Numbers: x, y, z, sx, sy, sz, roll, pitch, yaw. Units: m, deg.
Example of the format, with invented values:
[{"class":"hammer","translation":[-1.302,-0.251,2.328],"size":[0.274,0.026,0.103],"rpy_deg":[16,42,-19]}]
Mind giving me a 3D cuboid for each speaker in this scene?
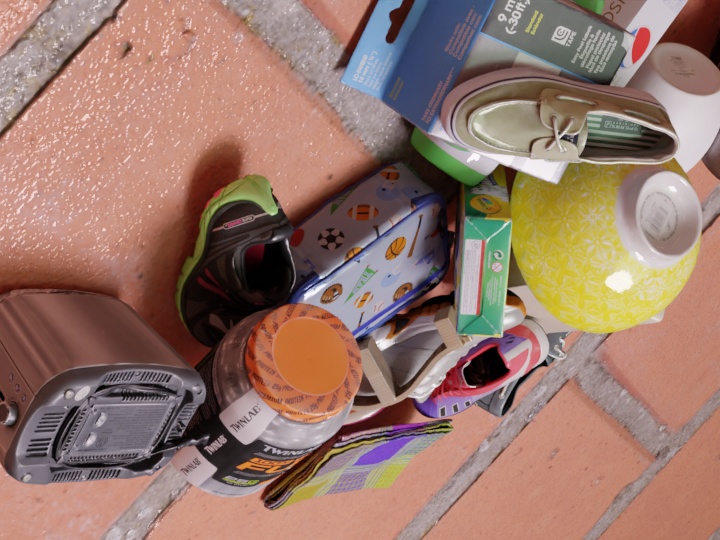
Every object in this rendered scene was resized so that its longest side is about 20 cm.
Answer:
[{"class":"speaker","translation":[0.130,-0.177,1.302],"size":[0.200,0.088,0.088],"rpy_deg":[-55,147,13]}]

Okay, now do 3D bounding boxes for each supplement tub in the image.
[{"class":"supplement tub","translation":[-0.083,0.109,1.235],"size":[0.122,0.123,0.200],"rpy_deg":[-22,168,-33]}]

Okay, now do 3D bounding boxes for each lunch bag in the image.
[{"class":"lunch bag","translation":[0.000,0.000,1.356],"size":[0.200,0.076,0.160],"rpy_deg":[-33,147,-19]}]

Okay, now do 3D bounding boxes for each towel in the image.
[{"class":"towel","translation":[-0.001,0.212,1.586],"size":[0.200,0.023,0.144],"rpy_deg":[-2,146,-47]}]

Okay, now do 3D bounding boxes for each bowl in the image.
[{"class":"bowl","translation":[0.246,-0.045,1.332],"size":[0.200,0.108,0.201],"rpy_deg":[3,84,-30]}]

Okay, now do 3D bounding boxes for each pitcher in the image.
[{"class":"pitcher","translation":[0.271,-0.133,1.500],"size":[0.171,0.121,0.200],"rpy_deg":[-5,142,-27]}]

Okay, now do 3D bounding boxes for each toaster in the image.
[{"class":"toaster","translation":[-0.217,0.087,1.146],"size":[0.200,0.129,0.114],"rpy_deg":[3,123,-50]}]

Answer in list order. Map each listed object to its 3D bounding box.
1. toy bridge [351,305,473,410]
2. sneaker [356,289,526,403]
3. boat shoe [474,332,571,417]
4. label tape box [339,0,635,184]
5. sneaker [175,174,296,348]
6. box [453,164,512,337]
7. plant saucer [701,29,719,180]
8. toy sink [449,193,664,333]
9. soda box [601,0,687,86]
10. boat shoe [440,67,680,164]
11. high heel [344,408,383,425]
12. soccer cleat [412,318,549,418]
[{"class":"toy bridge","translation":[0.017,0.096,1.397],"size":[0.200,0.067,0.027],"rpy_deg":[-21,-161,21]},{"class":"sneaker","translation":[0.073,0.078,1.432],"size":[0.199,0.092,0.076],"rpy_deg":[-16,-168,18]},{"class":"boat shoe","translation":[0.210,0.096,1.708],"size":[0.200,0.062,0.073],"rpy_deg":[-38,146,-13]},{"class":"label tape box","translation":[0.105,-0.173,1.210],"size":[0.200,0.063,0.144],"rpy_deg":[19,109,-24]},{"class":"sneaker","translation":[-0.102,0.010,1.228],"size":[0.077,0.084,0.200],"rpy_deg":[-26,152,-30]},{"class":"box","translation":[0.113,-0.031,1.370],"size":[0.200,0.048,0.118],"rpy_deg":[-78,171,-69]},{"class":"plant saucer","translation":[0.391,-0.196,1.539],"size":[0.200,0.032,0.201],"rpy_deg":[13,90,-90]},{"class":"toy sink","translation":[0.204,-0.012,1.482],"size":[0.130,0.200,0.112],"rpy_deg":[22,74,-26]},{"class":"soda box","translation":[0.219,-0.203,1.393],"size":[0.200,0.068,0.064],"rpy_deg":[-54,146,10]},{"class":"boat shoe","translation":[0.166,-0.121,1.181],"size":[0.199,0.062,0.072],"rpy_deg":[-1,117,-15]},{"class":"high heel","translation":[0.015,0.112,1.517],"size":[0.200,0.068,0.096],"rpy_deg":[-22,177,-9]},{"class":"soccer cleat","translation":[0.111,0.111,1.550],"size":[0.073,0.068,0.200],"rpy_deg":[-25,174,-46]}]
